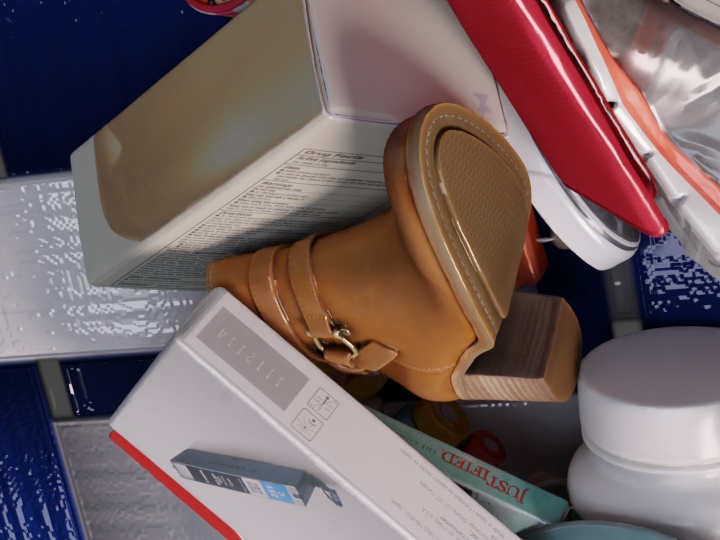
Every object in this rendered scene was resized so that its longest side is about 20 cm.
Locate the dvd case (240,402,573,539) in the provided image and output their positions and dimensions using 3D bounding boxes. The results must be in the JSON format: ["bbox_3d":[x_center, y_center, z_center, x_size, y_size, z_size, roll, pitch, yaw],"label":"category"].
[{"bbox_3d":[0.011,0.145,0.861,0.146,0.022,0.200,25,141,5],"label":"dvd case"}]

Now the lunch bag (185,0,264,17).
[{"bbox_3d":[-0.007,-0.212,0.721,0.200,0.082,0.176,-25,72,26],"label":"lunch bag"}]

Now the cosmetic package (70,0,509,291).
[{"bbox_3d":[-0.039,-0.056,0.762,0.200,0.105,0.071,-29,65,46],"label":"cosmetic package"}]

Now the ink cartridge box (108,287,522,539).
[{"bbox_3d":[-0.032,0.121,0.806,0.200,0.045,0.176,40,141,-1],"label":"ink cartridge box"}]

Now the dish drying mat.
[{"bbox_3d":[0.060,-0.095,0.660,0.018,0.077,0.200,-43,125,-6],"label":"dish drying mat"}]

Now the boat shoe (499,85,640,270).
[{"bbox_3d":[0.092,-0.098,0.765,0.068,0.072,0.200,-23,96,27],"label":"boat shoe"}]

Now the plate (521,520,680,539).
[{"bbox_3d":[0.130,0.207,0.771,0.200,0.026,0.200,20,125,31],"label":"plate"}]

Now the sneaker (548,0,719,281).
[{"bbox_3d":[0.136,-0.083,0.703,0.082,0.077,0.200,-38,108,1],"label":"sneaker"}]

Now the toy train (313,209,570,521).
[{"bbox_3d":[0.044,0.055,0.849,0.150,0.056,0.200,-5,109,21],"label":"toy train"}]

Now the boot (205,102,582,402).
[{"bbox_3d":[0.000,0.000,0.734,0.155,0.074,0.200,5,147,25],"label":"boot"}]

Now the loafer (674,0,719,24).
[{"bbox_3d":[0.134,-0.135,0.632,0.200,0.070,0.070,10,86,-23],"label":"loafer"}]

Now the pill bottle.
[{"bbox_3d":[0.159,0.136,0.810,0.113,0.113,0.200,-1,111,19],"label":"pill bottle"}]
